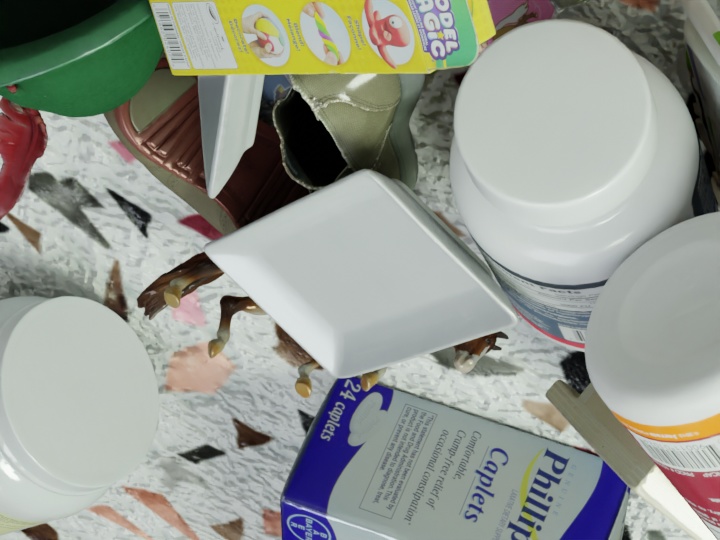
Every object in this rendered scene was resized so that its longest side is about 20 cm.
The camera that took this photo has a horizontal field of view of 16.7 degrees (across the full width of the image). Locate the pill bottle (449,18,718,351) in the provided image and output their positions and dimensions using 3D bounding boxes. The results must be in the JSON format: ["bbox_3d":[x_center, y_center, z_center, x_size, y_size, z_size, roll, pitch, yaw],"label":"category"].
[{"bbox_3d":[0.106,-0.042,1.180,0.119,0.120,0.200,14,166,17],"label":"pill bottle"}]

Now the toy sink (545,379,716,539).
[{"bbox_3d":[0.200,0.084,1.312,0.130,0.112,0.200,38,-177,-14],"label":"toy sink"}]

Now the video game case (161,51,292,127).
[{"bbox_3d":[-0.067,-0.138,1.307,0.199,0.026,0.181,33,144,-9],"label":"video game case"}]

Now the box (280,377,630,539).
[{"bbox_3d":[0.058,0.185,1.560,0.199,0.105,0.184,17,144,13],"label":"box"}]

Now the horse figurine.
[{"bbox_3d":[-0.029,0.021,1.417,0.199,0.132,0.050,20,123,22],"label":"horse figurine"}]

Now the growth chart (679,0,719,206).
[{"bbox_3d":[0.184,-0.048,1.183,0.018,0.145,0.201,-20,129,2],"label":"growth chart"}]

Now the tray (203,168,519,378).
[{"bbox_3d":[0.000,0.000,1.242,0.107,0.022,0.200,43,154,-13],"label":"tray"}]

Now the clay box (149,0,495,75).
[{"bbox_3d":[-0.021,-0.143,1.038,0.199,0.047,0.116,5,118,47],"label":"clay box"}]

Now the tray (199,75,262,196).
[{"bbox_3d":[-0.054,-0.145,1.183,0.022,0.108,0.201,4,128,-9],"label":"tray"}]

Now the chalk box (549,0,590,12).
[{"bbox_3d":[0.093,-0.230,1.011,0.124,0.124,0.200,-12,128,42],"label":"chalk box"}]

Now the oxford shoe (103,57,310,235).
[{"bbox_3d":[-0.062,-0.051,1.352,0.200,0.071,0.075,44,169,-25],"label":"oxford shoe"}]

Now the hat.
[{"bbox_3d":[-0.127,-0.086,1.237,0.200,0.165,0.177,51,168,54],"label":"hat"}]

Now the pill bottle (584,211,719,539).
[{"bbox_3d":[0.195,0.074,1.130,0.112,0.113,0.200,-7,139,37],"label":"pill bottle"}]

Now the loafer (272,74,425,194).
[{"bbox_3d":[-0.015,-0.073,1.235,0.075,0.069,0.200,52,164,19],"label":"loafer"}]

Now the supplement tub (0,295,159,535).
[{"bbox_3d":[-0.238,0.099,1.605,0.199,0.145,0.145,-20,124,45],"label":"supplement tub"}]

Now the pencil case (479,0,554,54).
[{"bbox_3d":[0.025,-0.189,1.137,0.086,0.083,0.201,8,141,35],"label":"pencil case"}]
